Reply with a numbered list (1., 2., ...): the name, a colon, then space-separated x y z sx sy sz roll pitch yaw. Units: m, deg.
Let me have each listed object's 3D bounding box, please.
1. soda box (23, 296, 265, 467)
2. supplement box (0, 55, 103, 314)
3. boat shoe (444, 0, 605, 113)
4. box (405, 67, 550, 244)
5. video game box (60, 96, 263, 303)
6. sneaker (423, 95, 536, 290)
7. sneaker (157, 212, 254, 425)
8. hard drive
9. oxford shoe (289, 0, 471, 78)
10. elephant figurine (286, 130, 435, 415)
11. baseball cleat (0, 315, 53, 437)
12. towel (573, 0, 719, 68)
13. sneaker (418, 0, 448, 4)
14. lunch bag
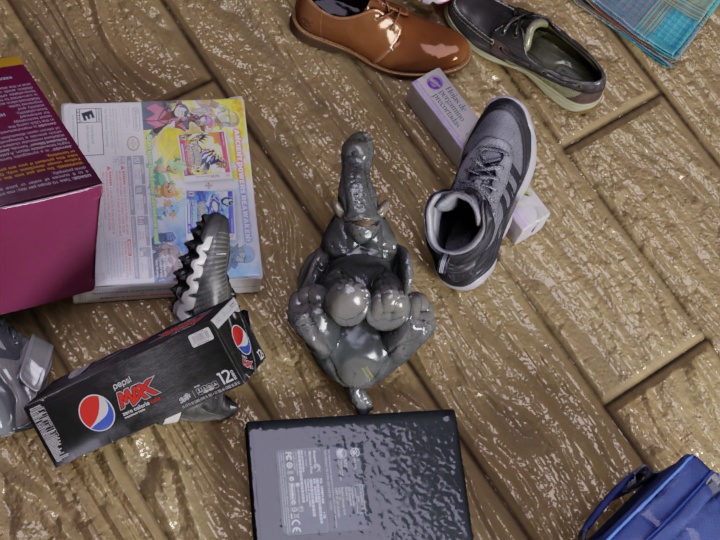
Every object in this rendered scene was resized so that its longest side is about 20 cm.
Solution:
1. soda box: -0.186 0.096 1.117 0.199 0.071 0.063 -24 100 17
2. supplement box: -0.319 -0.079 1.160 0.103 0.131 0.200 -16 50 -31
3. boat shoe: 0.183 -0.249 1.395 0.201 0.066 0.072 37 68 7
4. box: 0.121 -0.119 1.343 0.039 0.041 0.200 -30 74 -19
5. video game box: -0.195 -0.072 1.263 0.181 0.047 0.201 -4 68 -9
6. sneaker: 0.116 -0.081 1.253 0.075 0.114 0.201 17 88 15
7. sneaker: -0.132 0.048 1.191 0.090 0.066 0.201 10 93 -18
8. hard drive: -0.001 0.202 1.187 0.199 0.033 0.140 -2 67 -11
9. oxford shoe: 0.026 -0.256 1.369 0.199 0.071 0.072 13 64 -6
10. elephant figurine: 0.000 0.000 1.230 0.141 0.155 0.200 35 30 -31
11. baseball cleat: -0.341 0.055 1.179 0.106 0.070 0.201 -13 79 -22
12. towel: 0.348 -0.340 1.489 0.146 0.022 0.200 37 66 6
13. sneaker: 0.044 -0.383 1.407 0.081 0.088 0.200 -36 64 -22
14. lunch bag: 0.263 0.255 1.155 0.200 0.136 0.132 -40 79 -23
